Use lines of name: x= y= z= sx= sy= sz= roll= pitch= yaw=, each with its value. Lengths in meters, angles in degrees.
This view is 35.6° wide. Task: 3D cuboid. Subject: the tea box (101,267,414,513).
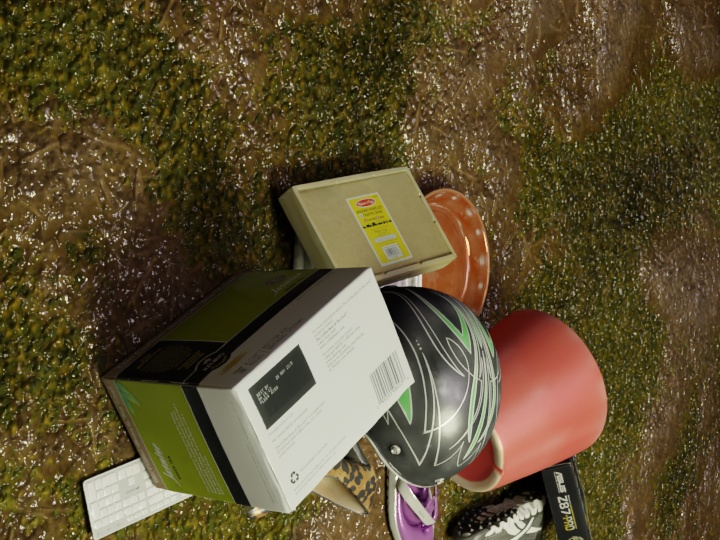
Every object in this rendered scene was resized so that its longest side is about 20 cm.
tea box: x=-0.094 y=0.103 z=1.052 sx=0.200 sy=0.195 sz=0.135 roll=-40 pitch=118 yaw=-39

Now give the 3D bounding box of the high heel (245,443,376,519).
high heel: x=-0.047 y=0.248 z=1.216 sx=0.200 sy=0.071 sz=0.144 roll=-42 pitch=118 yaw=-50

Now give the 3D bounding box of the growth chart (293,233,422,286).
growth chart: x=0.000 y=0.000 z=1.270 sx=0.198 sy=0.018 sz=0.147 roll=11 pitch=86 yaw=-38

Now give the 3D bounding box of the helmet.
helmet: x=0.057 y=0.119 z=1.190 sx=0.199 sy=0.189 sz=0.203 roll=-13 pitch=108 yaw=-44

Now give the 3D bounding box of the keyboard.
keyboard: x=-0.186 y=0.200 z=1.096 sx=0.199 sy=0.011 sz=0.057 roll=-17 pitch=106 yaw=-48

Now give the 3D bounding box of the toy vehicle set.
toy vehicle set: x=0.013 y=-0.045 z=1.233 sx=0.199 sy=0.026 sz=0.125 roll=-15 pitch=72 yaw=-48

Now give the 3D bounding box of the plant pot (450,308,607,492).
plant pot: x=0.183 y=0.175 z=1.411 sx=0.176 sy=0.199 sz=0.203 roll=-26 pitch=113 yaw=-36

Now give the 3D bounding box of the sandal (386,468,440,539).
sandal: x=0.071 y=0.267 z=1.378 sx=0.082 sy=0.049 sz=0.205 roll=-22 pitch=110 yaw=-47

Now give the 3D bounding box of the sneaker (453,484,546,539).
sneaker: x=0.195 y=0.360 z=1.522 sx=0.199 sy=0.066 sz=0.092 roll=-10 pitch=98 yaw=-52

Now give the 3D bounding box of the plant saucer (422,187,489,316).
plant saucer: x=0.094 y=-0.001 z=1.399 sx=0.199 sy=0.032 sz=0.203 roll=-4 pitch=95 yaw=-49

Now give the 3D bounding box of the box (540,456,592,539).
box: x=0.289 y=0.310 z=1.590 sx=0.162 sy=0.048 sz=0.202 roll=-84 pitch=158 yaw=-64
